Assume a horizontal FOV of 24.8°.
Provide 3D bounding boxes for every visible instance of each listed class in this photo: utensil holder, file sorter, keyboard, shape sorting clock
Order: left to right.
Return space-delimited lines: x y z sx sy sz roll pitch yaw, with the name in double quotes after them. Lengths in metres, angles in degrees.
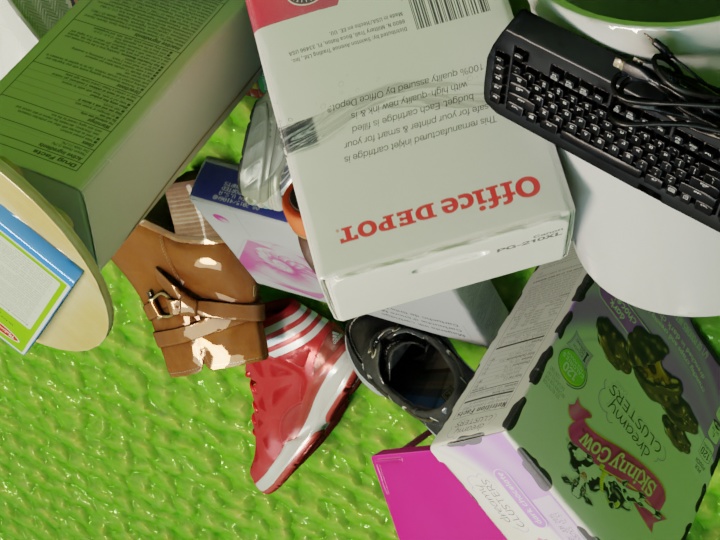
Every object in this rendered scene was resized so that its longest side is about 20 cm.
-0.225 -0.025 0.954 0.198 0.039 0.201 24 146 17 "shape sorting clock"
0.125 0.203 1.226 0.138 0.125 0.202 -11 101 44 "file sorter"
0.143 -0.059 0.785 0.199 0.040 0.105 28 148 16 "keyboard"
0.182 -0.100 0.889 0.168 0.171 0.201 11 138 28 "utensil holder"

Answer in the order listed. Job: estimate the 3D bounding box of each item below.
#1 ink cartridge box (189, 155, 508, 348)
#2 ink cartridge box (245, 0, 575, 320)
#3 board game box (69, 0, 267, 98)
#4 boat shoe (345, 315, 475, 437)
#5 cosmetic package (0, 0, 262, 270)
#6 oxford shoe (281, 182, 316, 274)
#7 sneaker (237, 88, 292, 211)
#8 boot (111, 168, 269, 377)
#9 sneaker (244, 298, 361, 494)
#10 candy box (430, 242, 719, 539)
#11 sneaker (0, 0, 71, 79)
0.000 0.000 1.162 0.195 0.044 0.200 15 160 25 "ink cartridge box"
0.025 -0.090 0.932 0.143 0.202 0.084 -15 161 0 "ink cartridge box"
-0.126 -0.218 1.082 0.164 0.057 0.201 15 138 27 "board game box"
0.038 0.067 1.191 0.057 0.069 0.200 43 176 -35 "boat shoe"
-0.153 -0.103 1.014 0.103 0.201 0.074 20 142 20 "cosmetic package"
0.045 -0.061 1.022 0.071 0.199 0.073 46 161 50 "oxford shoe"
-0.016 -0.132 1.045 0.085 0.078 0.202 14 108 7 "sneaker"
-0.162 0.006 1.296 0.198 0.077 0.157 -7 104 25 "boot"
-0.069 0.093 1.361 0.115 0.078 0.201 40 130 7 "sneaker"
0.157 0.100 1.083 0.071 0.201 0.168 -19 118 46 "candy box"
-0.244 -0.143 1.241 0.115 0.074 0.201 -10 114 44 "sneaker"
